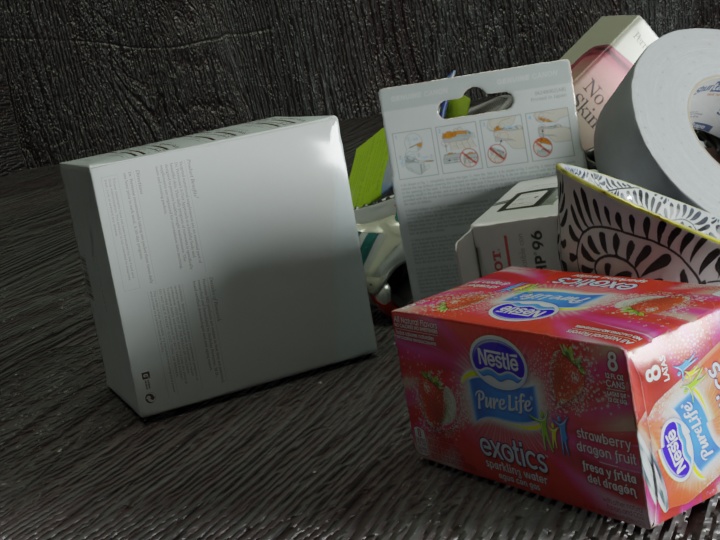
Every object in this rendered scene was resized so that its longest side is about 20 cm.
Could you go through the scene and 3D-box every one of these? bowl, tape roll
[{"bbox_3d":[0.197,0.013,0.796,0.198,0.095,0.201,20,12,-4],"label":"bowl"},{"bbox_3d":[0.281,-0.088,0.991,0.198,0.202,0.066,-16,-24,-28],"label":"tape roll"}]

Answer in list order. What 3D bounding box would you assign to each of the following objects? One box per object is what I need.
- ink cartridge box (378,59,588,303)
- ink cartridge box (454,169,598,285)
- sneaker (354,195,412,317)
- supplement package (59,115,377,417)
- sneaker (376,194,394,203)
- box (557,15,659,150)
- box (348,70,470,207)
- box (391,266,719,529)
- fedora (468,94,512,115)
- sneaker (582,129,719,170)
[{"bbox_3d":[0.108,-0.059,1.032,0.158,0.203,0.047,-6,14,20],"label":"ink cartridge box"},{"bbox_3d":[0.129,0.008,0.906,0.067,0.118,0.200,-7,12,22],"label":"ink cartridge box"},{"bbox_3d":[0.001,0.000,1.141,0.197,0.095,0.070,-17,-31,22],"label":"sneaker"},{"bbox_3d":[-0.116,-0.012,1.037,0.197,0.194,0.147,-14,11,-20],"label":"supplement package"},{"bbox_3d":[0.043,-0.021,1.271,0.114,0.075,0.199,4,25,38],"label":"sneaker"},{"bbox_3d":[0.226,-0.135,1.268,0.200,0.128,0.109,-45,13,1],"label":"box"},{"bbox_3d":[0.052,-0.123,1.444,0.047,0.123,0.199,28,-35,-22],"label":"box"},{"bbox_3d":[0.116,0.061,0.710,0.099,0.097,0.199,-19,14,-30],"label":"box"},{"bbox_3d":[0.142,-0.134,1.479,0.199,0.091,0.177,-35,20,3],"label":"fedora"},{"bbox_3d":[0.253,-0.096,1.058,0.197,0.083,0.077,-14,21,-12],"label":"sneaker"}]
